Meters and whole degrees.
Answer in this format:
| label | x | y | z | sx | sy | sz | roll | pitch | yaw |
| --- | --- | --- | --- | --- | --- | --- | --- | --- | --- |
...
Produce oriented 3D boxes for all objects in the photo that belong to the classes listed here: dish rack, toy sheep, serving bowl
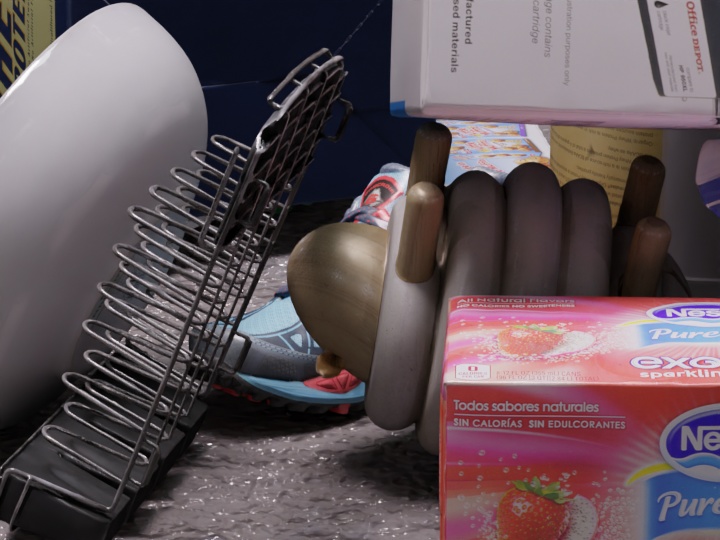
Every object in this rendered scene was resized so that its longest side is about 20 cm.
| label | x | y | z | sx | sy | sz | roll | pitch | yaw |
| --- | --- | --- | --- | --- | --- | --- | --- | --- | --- |
| dish rack | -0.068 | 0.005 | 1.118 | 0.054 | 0.201 | 0.153 | 26 | 21 | 4 |
| toy sheep | 0.068 | 0.017 | 1.168 | 0.199 | 0.139 | 0.138 | 11 | 18 | 1 |
| serving bowl | -0.121 | -0.009 | 1.195 | 0.066 | 0.201 | 0.200 | 33 | 25 | 9 |

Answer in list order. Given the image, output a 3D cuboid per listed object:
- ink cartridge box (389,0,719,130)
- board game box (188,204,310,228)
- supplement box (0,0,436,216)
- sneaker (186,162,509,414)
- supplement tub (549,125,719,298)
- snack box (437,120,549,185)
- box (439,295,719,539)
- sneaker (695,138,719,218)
| label | x | y | z | sx | sy | sz | roll | pitch | yaw |
| --- | --- | --- | --- | --- | --- | --- | --- | --- | --- |
| ink cartridge box | 0.116 | -0.098 | 1.129 | 0.198 | 0.085 | 0.145 | 2 | 2 | -5 |
| board game box | -0.152 | -0.038 | 1.515 | 0.199 | 0.026 | 0.200 | 11 | 20 | 29 |
| supplement box | -0.088 | -0.122 | 1.510 | 0.199 | 0.135 | 0.200 | -7 | 19 | -21 |
| sneaker | 0.000 | 0.000 | 1.277 | 0.199 | 0.096 | 0.079 | -17 | 23 | -42 |
| supplement tub | 0.156 | -0.062 | 1.298 | 0.144 | 0.201 | 0.145 | 0 | 18 | 0 |
| snack box | 0.072 | -0.046 | 1.537 | 0.071 | 0.024 | 0.200 | -3 | 18 | -5 |
| box | 0.128 | 0.068 | 1.062 | 0.198 | 0.095 | 0.103 | 1 | 18 | 3 |
| sneaker | 0.208 | 0.023 | 1.142 | 0.080 | 0.116 | 0.199 | -4 | -20 | 37 |
